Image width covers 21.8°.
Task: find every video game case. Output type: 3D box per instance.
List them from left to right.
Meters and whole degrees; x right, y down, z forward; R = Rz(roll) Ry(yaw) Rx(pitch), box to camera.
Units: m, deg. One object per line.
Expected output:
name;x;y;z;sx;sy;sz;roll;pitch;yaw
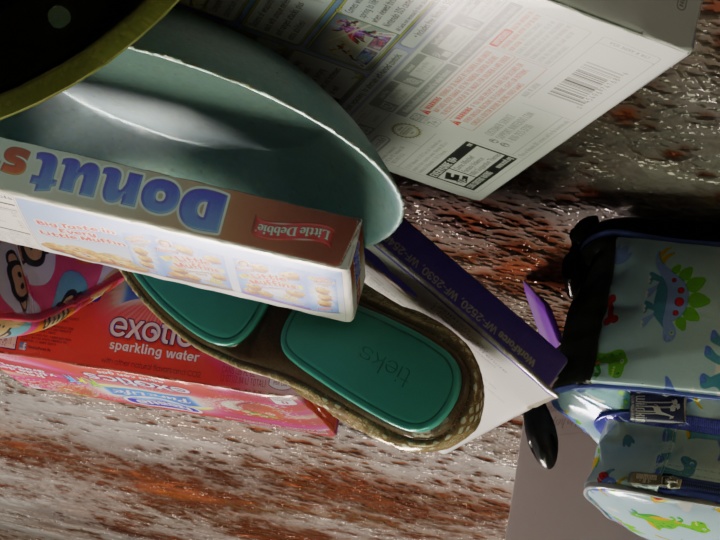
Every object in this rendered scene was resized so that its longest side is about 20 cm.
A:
video game case;0.001;-0.096;0.679;0.180;0.046;0.200;17;163;-13

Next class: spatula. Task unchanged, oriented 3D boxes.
spatula;0.093;0.057;0.941;0.020;0.057;0.200;-17;-166;13

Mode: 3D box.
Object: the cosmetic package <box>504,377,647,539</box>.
cosmetic package;0.217;0.166;1.168;0.199;0.167;0.164;21;161;-29

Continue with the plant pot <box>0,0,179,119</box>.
plant pot;-0.120;-0.120;0.484;0.198;0.203;0.193;14;176;-5

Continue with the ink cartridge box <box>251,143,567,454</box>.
ink cartridge box;0.000;0.000;0.872;0.198;0.043;0.200;40;163;-1

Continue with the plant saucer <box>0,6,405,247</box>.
plant saucer;-0.076;-0.061;0.711;0.199;0.039;0.201;13;164;4

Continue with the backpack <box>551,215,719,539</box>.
backpack;0.204;0.067;0.893;0.198;0.149;0.183;2;163;22

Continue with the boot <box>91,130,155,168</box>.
boot;-0.176;-0.086;0.796;0.198;0.076;0.097;10;166;16

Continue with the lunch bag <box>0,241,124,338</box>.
lunch bag;-0.215;0.009;0.919;0.175;0.083;0.200;-22;-177;19

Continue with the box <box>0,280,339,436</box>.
box;-0.105;0.022;1.047;0.198;0.101;0.096;7;164;16

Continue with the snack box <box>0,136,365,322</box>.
snack box;-0.097;-0.021;0.745;0.198;0.025;0.072;13;162;5

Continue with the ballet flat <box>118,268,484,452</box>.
ballet flat;-0.029;0.022;0.814;0.199;0.071;0.065;35;176;24
